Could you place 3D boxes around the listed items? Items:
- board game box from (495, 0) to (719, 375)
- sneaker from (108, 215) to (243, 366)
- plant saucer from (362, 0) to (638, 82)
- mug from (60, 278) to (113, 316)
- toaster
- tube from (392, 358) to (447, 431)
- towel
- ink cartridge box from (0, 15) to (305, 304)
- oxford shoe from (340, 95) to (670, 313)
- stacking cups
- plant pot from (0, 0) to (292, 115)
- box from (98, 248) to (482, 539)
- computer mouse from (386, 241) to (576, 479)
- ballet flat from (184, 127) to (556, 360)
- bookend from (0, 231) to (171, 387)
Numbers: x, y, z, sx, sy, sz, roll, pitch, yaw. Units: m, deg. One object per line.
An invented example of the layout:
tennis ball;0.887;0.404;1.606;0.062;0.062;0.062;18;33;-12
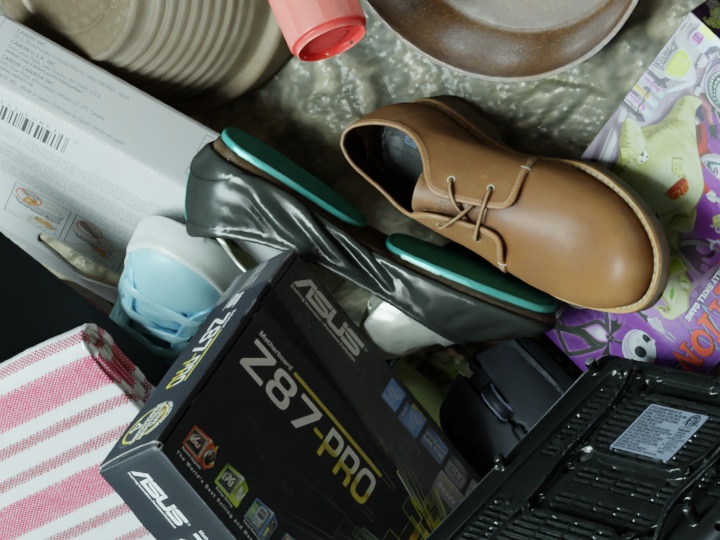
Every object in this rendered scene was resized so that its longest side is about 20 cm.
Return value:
board game box;0.156;-0.022;1.463;0.120;0.032;0.200;42;130;9
sneaker;-0.107;0.044;1.605;0.074;0.082;0.200;24;154;5
plant saucer;0.065;-0.191;1.451;0.200;0.034;0.201;16;118;32
mug;-0.241;0.091;1.728;0.200;0.177;0.134;-27;71;37
toaster;0.142;0.139;1.392;0.200;0.181;0.119;9;140;56
tube;0.064;0.115;1.585;0.200;0.052;0.058;39;161;13
towel;-0.123;0.121;1.490;0.146;0.030;0.200;-25;111;35
ink cartridge box;-0.129;-0.040;1.615;0.200;0.045;0.176;29;155;-4
oxford shoe;0.067;-0.028;1.467;0.200;0.071;0.071;28;115;41
stacking cups;-0.052;-0.196;1.484;0.060;0.060;0.200;-34;71;42
plant pot;-0.129;-0.168;1.572;0.201;0.093;0.201;17;121;31
box;-0.019;0.115;1.449;0.049;0.161;0.200;-27;109;38
computer mouse;0.062;0.097;1.537;0.140;0.046;0.200;-39;83;11
ballet flat;0.000;0.000;1.508;0.200;0.068;0.069;29;104;8
bookend;-0.210;0.093;1.586;0.199;0.092;0.200;38;131;-5
